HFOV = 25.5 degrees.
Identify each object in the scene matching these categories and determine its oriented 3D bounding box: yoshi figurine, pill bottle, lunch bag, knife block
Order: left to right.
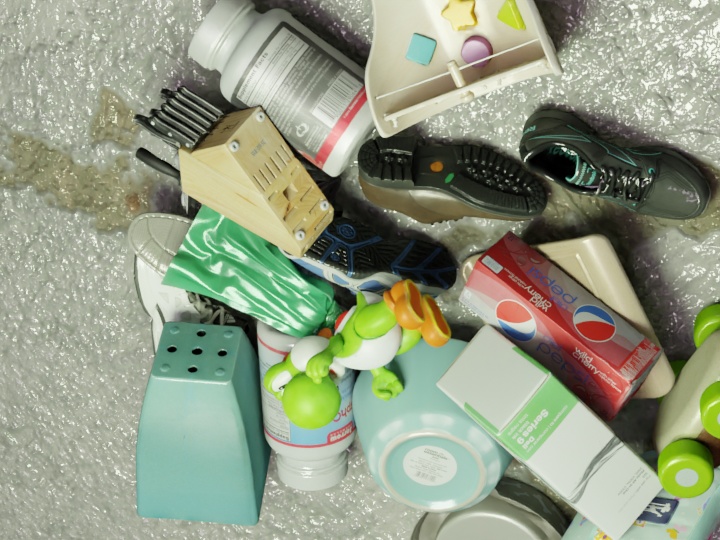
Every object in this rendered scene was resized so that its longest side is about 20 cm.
[{"bbox_3d":[-0.144,-0.101,1.652,0.175,0.064,0.201,-7,126,52],"label":"knife block"},{"bbox_3d":[-0.074,-0.196,1.626,0.199,0.111,0.111,36,122,1],"label":"pill bottle"},{"bbox_3d":[-0.058,0.141,1.788,0.108,0.109,0.202,7,118,18],"label":"pill bottle"},{"bbox_3d":[-0.008,0.099,1.629,0.199,0.112,0.113,-30,98,19],"label":"yoshi figurine"},{"bbox_3d":[0.293,0.285,1.654,0.122,0.171,0.200,43,144,-4],"label":"lunch bag"}]

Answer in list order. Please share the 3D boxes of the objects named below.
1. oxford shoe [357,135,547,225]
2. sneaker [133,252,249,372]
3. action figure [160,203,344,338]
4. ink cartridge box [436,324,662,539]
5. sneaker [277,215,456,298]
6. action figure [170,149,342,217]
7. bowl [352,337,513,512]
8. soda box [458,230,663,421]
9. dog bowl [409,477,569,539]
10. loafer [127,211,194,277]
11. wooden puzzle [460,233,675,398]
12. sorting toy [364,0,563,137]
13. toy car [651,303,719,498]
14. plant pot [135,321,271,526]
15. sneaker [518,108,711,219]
[{"bbox_3d":[0.095,-0.084,1.651,0.198,0.073,0.085,14,147,8],"label":"oxford shoe"},{"bbox_3d":[-0.186,0.034,1.819,0.114,0.076,0.202,-2,122,13],"label":"sneaker"},{"bbox_3d":[-0.098,0.012,1.696,0.199,0.055,0.119,31,105,-1],"label":"action figure"},{"bbox_3d":[0.191,0.163,1.594,0.084,0.146,0.200,-49,118,-2],"label":"ink cartridge box"},{"bbox_3d":[0.000,0.000,1.685,0.198,0.076,0.077,18,140,-18],"label":"sneaker"},{"bbox_3d":[-0.119,-0.096,1.723,0.198,0.069,0.131,20,128,16],"label":"action figure"},{"bbox_3d":[0.082,0.183,1.713,0.198,0.105,0.202,4,127,6],"label":"bowl"},{"bbox_3d":[0.198,0.055,1.592,0.200,0.063,0.070,39,141,15],"label":"soda box"},{"bbox_3d":[0.157,0.326,1.824,0.198,0.059,0.202,9,119,17],"label":"dog bowl"},{"bbox_3d":[-0.161,-0.010,1.758,0.198,0.063,0.073,20,90,-3],"label":"loafer"},{"bbox_3d":[0.215,0.052,1.654,0.199,0.037,0.186,-12,112,49],"label":"wooden puzzle"},{"bbox_3d":[0.090,-0.252,1.548,0.198,0.107,0.182,-17,101,28],"label":"sorting toy"},{"bbox_3d":[0.407,0.157,1.593,0.198,0.165,0.159,24,122,-6],"label":"toy car"},{"bbox_3d":[-0.177,0.161,1.787,0.140,0.142,0.201,4,130,3],"label":"plant pot"},{"bbox_3d":[0.246,-0.091,1.571,0.198,0.079,0.076,21,121,9],"label":"sneaker"}]
